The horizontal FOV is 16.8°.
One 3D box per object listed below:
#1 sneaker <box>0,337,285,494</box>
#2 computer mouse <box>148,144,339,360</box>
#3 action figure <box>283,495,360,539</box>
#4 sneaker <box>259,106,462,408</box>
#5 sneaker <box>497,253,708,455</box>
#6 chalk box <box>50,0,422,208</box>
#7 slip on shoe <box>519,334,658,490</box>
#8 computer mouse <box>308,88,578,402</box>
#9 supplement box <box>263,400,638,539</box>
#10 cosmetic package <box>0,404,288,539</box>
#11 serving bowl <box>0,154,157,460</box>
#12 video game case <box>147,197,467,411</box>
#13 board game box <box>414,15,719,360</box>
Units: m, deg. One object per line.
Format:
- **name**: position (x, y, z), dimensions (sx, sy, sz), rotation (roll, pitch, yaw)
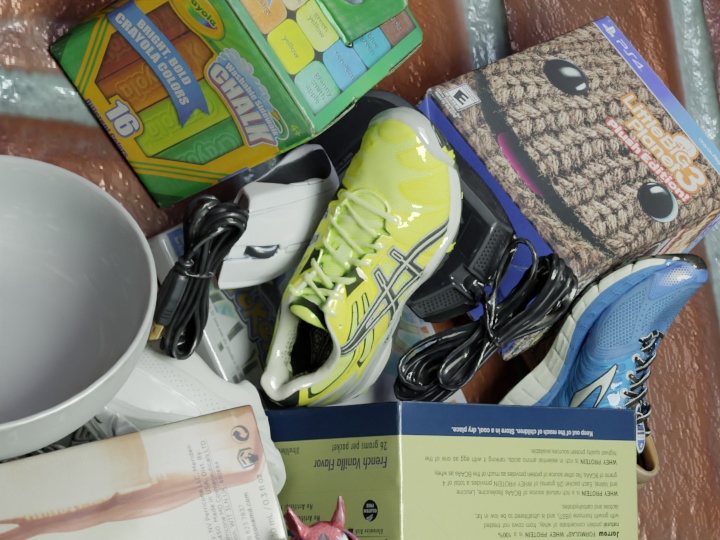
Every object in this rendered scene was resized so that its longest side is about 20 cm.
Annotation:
- **sneaker**: position (-0.139, 0.075, 1.386), dimensions (0.200, 0.078, 0.099), rotation (22, 36, -28)
- **computer mouse**: position (-0.055, -0.021, 1.422), dimensions (0.044, 0.110, 0.200), rotation (29, 30, 13)
- **action figure**: position (-0.010, 0.191, 1.237), dimensions (0.149, 0.134, 0.200), rotation (-52, 150, -54)
- **sneaker**: position (0.000, 0.000, 1.419), dimensions (0.075, 0.200, 0.076), rotation (28, 26, 21)
- **sneaker**: position (0.164, 0.072, 1.557), dimensions (0.089, 0.200, 0.078), rotation (47, 27, 26)
- **chalk box**: position (-0.059, -0.141, 1.433), dimensions (0.125, 0.200, 0.124), rotation (55, 48, -10)
- **slip on shoe**: position (0.146, 0.058, 1.642), dimensions (0.076, 0.061, 0.200), rotation (-7, 78, -43)
- **computer mouse**: position (0.040, -0.023, 1.516), dimensions (0.200, 0.138, 0.053), rotation (57, 19, 17)
- **supplement box**: position (0.052, 0.182, 1.444), dimensions (0.200, 0.134, 0.200), rotation (4, 82, -41)
- **cosmetic package**: position (-0.149, 0.139, 1.270), dimensions (0.200, 0.103, 0.087), rotation (-13, 81, -19)
- **serving bowl**: position (-0.207, 0.030, 1.285), dimensions (0.200, 0.066, 0.200), rotation (2, 47, -2)
- **video game case**: position (-0.028, 0.042, 1.520), dimensions (0.182, 0.022, 0.200), rotation (-27, 94, -44)
- **board game box**: position (0.130, -0.058, 1.615), dimensions (0.200, 0.097, 0.160), rotation (-26, 73, -44)
